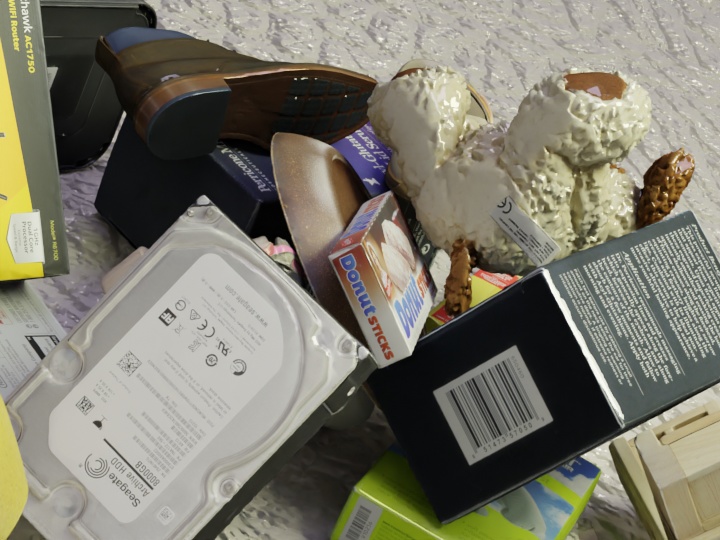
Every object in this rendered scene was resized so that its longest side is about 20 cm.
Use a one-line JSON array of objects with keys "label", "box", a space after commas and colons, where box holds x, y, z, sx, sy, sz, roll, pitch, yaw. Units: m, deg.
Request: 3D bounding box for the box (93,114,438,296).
[{"label": "box", "box": [-0.057, -0.049, 1.932, 0.199, 0.105, 0.148, -6, 39, -45]}]

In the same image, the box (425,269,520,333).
[{"label": "box", "box": [0.101, 0.036, 1.960, 0.075, 0.050, 0.200, 31, 28, 13]}]

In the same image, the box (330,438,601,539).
[{"label": "box", "box": [0.072, 0.142, 1.744, 0.122, 0.048, 0.200, 30, 27, 8]}]

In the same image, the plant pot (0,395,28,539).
[{"label": "plant pot", "box": [-0.254, 0.101, 1.433, 0.142, 0.200, 0.200, 45, 22, -16]}]

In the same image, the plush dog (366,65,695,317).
[{"label": "plush dog", "box": [0.115, -0.044, 1.787, 0.199, 0.162, 0.171, 3, -4, 37]}]

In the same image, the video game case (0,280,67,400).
[{"label": "video game case", "box": [-0.272, 0.029, 1.708, 0.182, 0.022, 0.200, 0, 35, -39]}]

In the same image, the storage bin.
[{"label": "storage bin", "box": [-0.253, -0.147, 1.911, 0.199, 0.136, 0.094, -4, 36, -46]}]

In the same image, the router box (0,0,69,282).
[{"label": "router box", "box": [-0.259, -0.089, 1.708, 0.149, 0.201, 0.051, -6, -1, -45]}]

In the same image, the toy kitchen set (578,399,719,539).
[{"label": "toy kitchen set", "box": [0.169, 0.136, 1.705, 0.162, 0.200, 0.181, -25, 46, -1]}]

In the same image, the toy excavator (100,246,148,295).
[{"label": "toy excavator", "box": [-0.116, 0.064, 1.687, 0.195, 0.100, 0.200, 54, 6, 16]}]

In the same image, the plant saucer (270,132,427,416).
[{"label": "plant saucer", "box": [0.000, 0.000, 1.761, 0.200, 0.032, 0.201, -23, 90, -80]}]

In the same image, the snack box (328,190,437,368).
[{"label": "snack box", "box": [0.015, 0.003, 1.672, 0.200, 0.024, 0.072, -60, 127, -78]}]

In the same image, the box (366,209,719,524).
[{"label": "box", "box": [0.128, 0.056, 1.695, 0.200, 0.148, 0.107, -18, 79, -55]}]

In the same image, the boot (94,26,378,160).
[{"label": "boot", "box": [-0.081, -0.130, 1.860, 0.199, 0.075, 0.097, -5, 41, -41]}]

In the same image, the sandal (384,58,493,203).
[{"label": "sandal", "box": [0.059, -0.102, 1.943, 0.080, 0.054, 0.200, 22, 27, -6]}]

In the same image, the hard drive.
[{"label": "hard drive", "box": [-0.107, 0.075, 1.554, 0.140, 0.200, 0.038, 44, -2, 18]}]

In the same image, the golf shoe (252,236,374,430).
[{"label": "golf shoe", "box": [-0.037, 0.063, 1.720, 0.200, 0.072, 0.092, 51, 17, -57]}]
